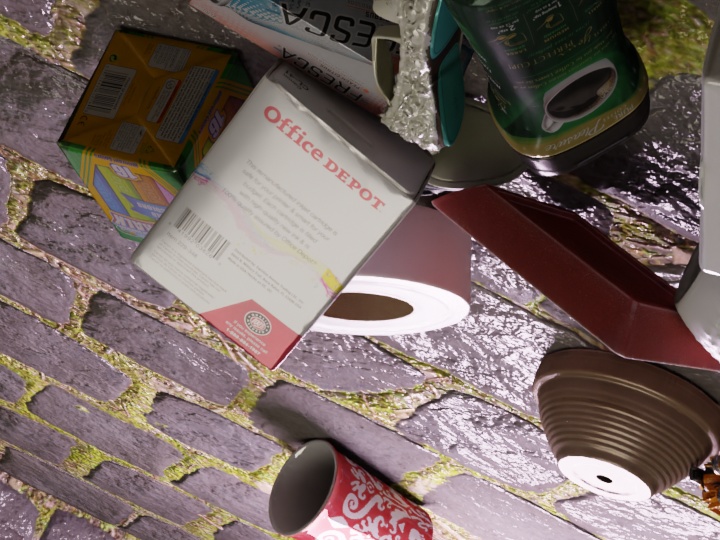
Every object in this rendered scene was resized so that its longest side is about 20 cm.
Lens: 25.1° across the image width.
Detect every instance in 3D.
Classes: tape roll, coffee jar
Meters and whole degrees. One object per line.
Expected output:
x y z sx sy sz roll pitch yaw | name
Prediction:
0.000 0.000 1.440 0.200 0.072 0.203 3 164 1 | tape roll
0.115 -0.147 1.004 0.086 0.104 0.200 63 -178 37 | coffee jar

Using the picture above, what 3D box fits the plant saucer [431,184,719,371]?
0.177 0.000 1.242 0.199 0.037 0.199 41 -163 30 | plant saucer

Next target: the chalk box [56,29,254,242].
-0.152 -0.093 1.402 0.123 0.125 0.200 13 156 23 | chalk box

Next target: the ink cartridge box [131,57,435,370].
-0.059 -0.045 1.240 0.147 0.086 0.200 39 117 -5 | ink cartridge box

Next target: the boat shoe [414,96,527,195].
0.045 -0.095 1.282 0.197 0.075 0.066 -1 172 19 | boat shoe

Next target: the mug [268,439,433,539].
-0.009 0.314 2.177 0.199 0.178 0.133 33 119 -31 | mug

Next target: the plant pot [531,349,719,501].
0.257 0.168 1.610 0.199 0.093 0.201 20 157 8 | plant pot

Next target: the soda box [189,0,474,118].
-0.019 -0.179 1.169 0.199 0.064 0.068 29 156 -13 | soda box

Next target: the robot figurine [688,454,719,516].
0.418 0.220 1.568 0.198 0.059 0.145 19 152 -26 | robot figurine

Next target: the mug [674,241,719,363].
0.327 0.027 1.201 0.174 0.149 0.200 28 -179 2 | mug

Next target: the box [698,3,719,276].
0.266 -0.113 0.867 0.129 0.202 0.199 13 155 18 | box

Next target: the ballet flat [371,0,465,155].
0.036 -0.156 1.067 0.071 0.072 0.201 18 142 13 | ballet flat
